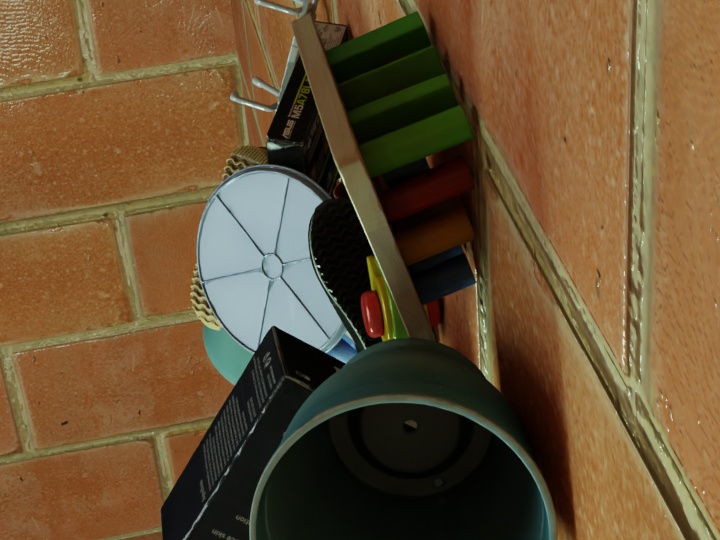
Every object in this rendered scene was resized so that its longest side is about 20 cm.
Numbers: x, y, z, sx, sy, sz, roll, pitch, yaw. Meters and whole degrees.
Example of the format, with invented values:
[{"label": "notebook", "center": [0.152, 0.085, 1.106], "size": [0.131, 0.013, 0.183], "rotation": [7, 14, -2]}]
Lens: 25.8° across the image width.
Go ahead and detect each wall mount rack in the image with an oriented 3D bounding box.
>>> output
[{"label": "wall mount rack", "center": [-0.097, -0.261, 1.842], "size": [0.174, 0.074, 0.202], "rotation": [-56, -18, -75]}]

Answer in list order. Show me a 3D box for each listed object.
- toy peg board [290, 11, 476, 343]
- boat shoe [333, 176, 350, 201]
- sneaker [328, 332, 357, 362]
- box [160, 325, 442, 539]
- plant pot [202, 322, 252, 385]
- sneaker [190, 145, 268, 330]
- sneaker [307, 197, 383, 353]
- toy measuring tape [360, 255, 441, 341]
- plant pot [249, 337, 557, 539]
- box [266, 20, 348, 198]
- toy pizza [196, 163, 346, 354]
[{"label": "toy peg board", "center": [0.039, -0.079, 1.189], "size": [0.201, 0.097, 0.200], "rotation": [-107, -6, -51]}, {"label": "boat shoe", "center": [0.005, -0.082, 1.495], "size": [0.200, 0.062, 0.072], "rotation": [98, 159, -73]}, {"label": "sneaker", "center": [-0.038, 0.075, 1.616], "size": [0.090, 0.199, 0.078], "rotation": [-64, -17, 17]}, {"label": "box", "center": [-0.037, 0.187, 1.318], "size": [0.201, 0.196, 0.118], "rotation": [-58, 18, 11]}, {"label": "plant pot", "center": [-0.076, 0.023, 1.810], "size": [0.162, 0.199, 0.202], "rotation": [102, 159, -45]}, {"label": "sneaker", "center": [-0.117, -0.032, 1.681], "size": [0.090, 0.075, 0.202], "rotation": [4, -74, -63]}, {"label": "sneaker", "center": [0.003, 0.032, 1.468], "size": [0.201, 0.070, 0.090], "rotation": [63, 166, 11]}, {"label": "toy measuring tape", "center": [0.029, -0.004, 1.372], "size": [0.074, 0.073, 0.202], "rotation": [-149, 50, -81]}, {"label": "plant pot", "center": [0.034, 0.141, 1.095], "size": [0.188, 0.198, 0.202], "rotation": [-77, -19, -70]}, {"label": "box", "center": [-0.050, -0.126, 1.657], "size": [0.194, 0.047, 0.201], "rotation": [90, -167, -47]}, {"label": "toy pizza", "center": [-0.079, -0.007, 1.558], "size": [0.032, 0.199, 0.202], "rotation": [-20, -76, -54]}]
